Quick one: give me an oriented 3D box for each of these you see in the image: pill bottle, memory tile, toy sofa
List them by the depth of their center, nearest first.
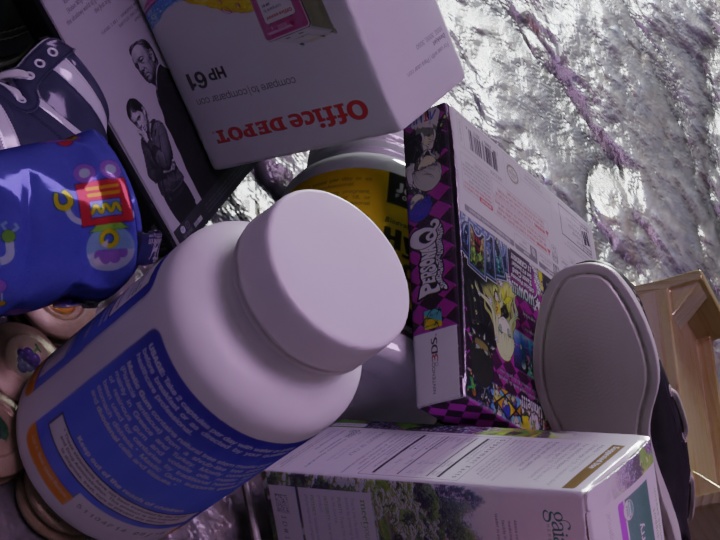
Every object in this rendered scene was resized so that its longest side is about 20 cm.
[{"bbox_3d":[-0.070,0.046,0.831,0.112,0.200,0.112,26,46,-31],"label":"pill bottle"},{"bbox_3d":[-0.194,0.034,0.888,0.200,0.017,0.153,38,40,-18],"label":"memory tile"},{"bbox_3d":[0.000,0.000,1.036,0.111,0.111,0.200,30,43,-27],"label":"pill bottle"},{"bbox_3d":[0.216,0.107,1.214,0.083,0.098,0.200,51,30,-45],"label":"toy sofa"}]

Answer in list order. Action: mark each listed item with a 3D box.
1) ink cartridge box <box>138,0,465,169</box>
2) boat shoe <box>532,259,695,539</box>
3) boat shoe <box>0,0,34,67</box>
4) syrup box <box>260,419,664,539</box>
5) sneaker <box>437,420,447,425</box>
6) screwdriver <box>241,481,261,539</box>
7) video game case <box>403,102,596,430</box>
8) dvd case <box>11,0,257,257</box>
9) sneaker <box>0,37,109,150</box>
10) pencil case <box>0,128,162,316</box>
[{"bbox_3d":[-0.048,-0.169,0.985,0.085,0.144,0.200,-46,118,-47],"label":"ink cartridge box"},{"bbox_3d":[0.152,0.082,0.992,0.060,0.074,0.200,-43,120,-57],"label":"boat shoe"},{"bbox_3d":[-0.189,-0.175,1.015,0.073,0.062,0.200,54,38,1],"label":"boat shoe"},{"bbox_3d":[0.053,0.132,0.904,0.081,0.200,0.079,-28,112,-53],"label":"syrup box"},{"bbox_3d":[0.064,0.028,1.109,0.114,0.076,0.200,-21,83,-57],"label":"sneaker"},{"bbox_3d":[-0.062,0.108,0.950,0.028,0.029,0.200,12,48,-40],"label":"screwdriver"},{"bbox_3d":[0.091,0.022,1.025,0.200,0.036,0.181,32,49,-52],"label":"video game case"},{"bbox_3d":[-0.124,-0.131,1.018,0.200,0.025,0.150,63,37,-23],"label":"dvd case"},{"bbox_3d":[-0.210,-0.084,0.890,0.200,0.070,0.109,29,48,-38],"label":"sneaker"},{"bbox_3d":[-0.199,-0.007,0.807,0.200,0.078,0.087,-14,102,-26],"label":"pencil case"}]
